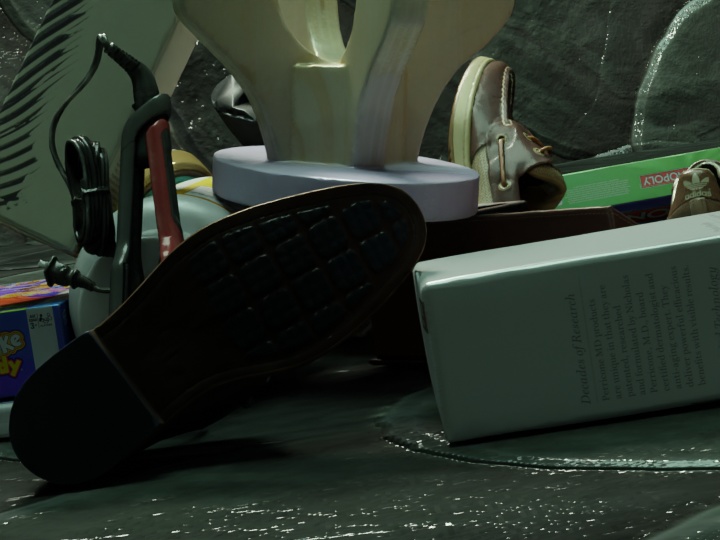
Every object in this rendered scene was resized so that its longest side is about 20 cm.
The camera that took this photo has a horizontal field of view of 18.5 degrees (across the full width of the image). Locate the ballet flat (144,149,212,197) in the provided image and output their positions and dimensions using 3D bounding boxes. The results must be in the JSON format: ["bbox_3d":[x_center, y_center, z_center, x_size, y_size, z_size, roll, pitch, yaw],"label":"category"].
[{"bbox_3d":[-0.119,-0.038,1.368,0.068,0.063,0.200,-28,-20,-4],"label":"ballet flat"}]

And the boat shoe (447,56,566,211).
[{"bbox_3d":[0.090,-0.049,1.349,0.072,0.072,0.201,0,48,9],"label":"boat shoe"}]

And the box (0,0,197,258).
[{"bbox_3d":[-0.135,-0.109,1.174,0.068,0.201,0.082,24,-5,3],"label":"box"}]

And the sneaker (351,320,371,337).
[{"bbox_3d":[0.000,0.000,1.317,0.082,0.075,0.200,39,-25,-31],"label":"sneaker"}]

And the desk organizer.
[{"bbox_3d":[0.087,0.005,1.130,0.072,0.077,0.200,-12,6,-38],"label":"desk organizer"}]

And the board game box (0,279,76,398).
[{"bbox_3d":[-0.206,0.038,1.232,0.134,0.045,0.200,-8,5,6],"label":"board game box"}]

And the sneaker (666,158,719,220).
[{"bbox_3d":[0.225,-0.032,1.342,0.070,0.076,0.200,-7,5,14],"label":"sneaker"}]

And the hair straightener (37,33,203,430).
[{"bbox_3d":[-0.122,-0.016,1.063,0.077,0.201,0.041,-11,-12,9],"label":"hair straightener"}]

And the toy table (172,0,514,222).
[{"bbox_3d":[-0.006,-0.094,1.142,0.183,0.118,0.200,-3,8,-32],"label":"toy table"}]

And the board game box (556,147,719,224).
[{"bbox_3d":[0.197,-0.039,1.447,0.199,0.029,0.135,-10,-17,0],"label":"board game box"}]

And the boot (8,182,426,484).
[{"bbox_3d":[-0.062,0.024,0.977,0.199,0.075,0.097,-30,-3,-1],"label":"boot"}]

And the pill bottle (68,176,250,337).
[{"bbox_3d":[-0.092,0.010,1.184,0.109,0.110,0.200,-8,6,7],"label":"pill bottle"}]

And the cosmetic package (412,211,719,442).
[{"bbox_3d":[0.126,0.018,0.946,0.199,0.074,0.102,-11,5,1],"label":"cosmetic package"}]

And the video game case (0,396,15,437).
[{"bbox_3d":[-0.199,0.070,1.223,0.143,0.018,0.200,-7,5,16],"label":"video game case"}]

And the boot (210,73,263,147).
[{"bbox_3d":[-0.037,-0.047,1.378,0.164,0.066,0.200,-5,-34,31],"label":"boot"}]
